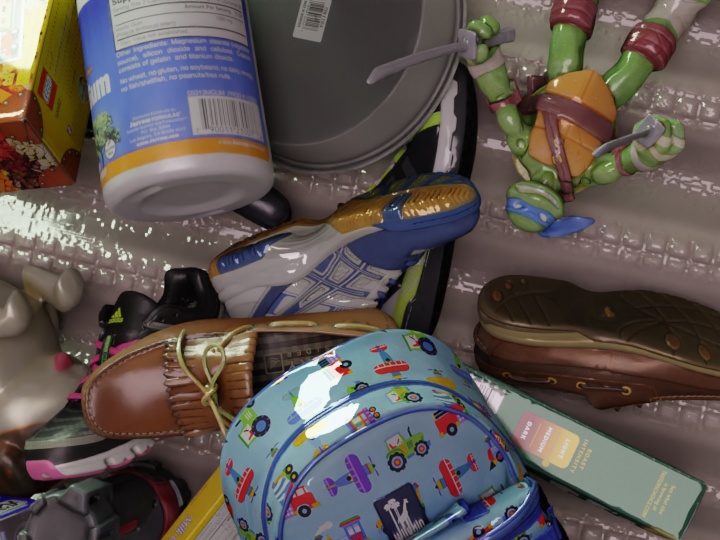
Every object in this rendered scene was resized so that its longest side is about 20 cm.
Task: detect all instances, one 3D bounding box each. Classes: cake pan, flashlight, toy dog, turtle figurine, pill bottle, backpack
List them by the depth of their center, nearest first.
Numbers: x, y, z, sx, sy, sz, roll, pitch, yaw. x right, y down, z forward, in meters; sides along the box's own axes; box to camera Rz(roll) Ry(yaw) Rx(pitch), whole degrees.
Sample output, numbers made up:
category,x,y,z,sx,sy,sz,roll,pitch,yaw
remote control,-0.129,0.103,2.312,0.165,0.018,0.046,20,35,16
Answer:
category,x,y,z,sx,sy,sz,roll,pitch,yaw
backpack,0.021,0.145,0.976,0.182,0.135,0.200,-25,115,-11
turtle figurine,0.142,-0.129,1.069,0.144,0.200,0.194,11,65,41
pill bottle,-0.124,-0.141,1.097,0.112,0.112,0.200,-12,77,9
flashlight,-0.167,0.165,1.102,0.068,0.200,0.068,-21,87,10
cake pan,-0.026,-0.166,1.132,0.200,0.037,0.201,-4,81,28
toy dog,-0.265,0.069,1.154,0.200,0.140,0.194,37,105,7

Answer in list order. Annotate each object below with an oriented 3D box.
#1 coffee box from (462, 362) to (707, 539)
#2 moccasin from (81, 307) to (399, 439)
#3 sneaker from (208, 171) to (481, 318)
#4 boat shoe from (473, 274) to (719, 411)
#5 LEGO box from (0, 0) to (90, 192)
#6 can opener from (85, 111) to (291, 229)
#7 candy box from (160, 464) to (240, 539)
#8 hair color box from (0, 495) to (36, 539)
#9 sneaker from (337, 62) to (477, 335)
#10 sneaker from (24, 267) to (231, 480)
category,x,y,z,sx,sy,sz,roll,pitch,yaw
coffee box,0.121,0.113,1.094,0.200,0.123,0.044,26,85,8
moccasin,-0.069,0.068,1.030,0.201,0.078,0.074,-4,97,-6
sneaker,0.000,0.000,1.095,0.200,0.075,0.088,-18,100,32
boat shoe,0.172,0.056,1.121,0.200,0.072,0.068,10,124,2
LEGO box,-0.256,-0.150,1.130,0.149,0.077,0.200,-6,57,16
can opener,-0.131,-0.091,1.168,0.200,0.063,0.079,37,95,8
candy box,-0.119,0.229,1.149,0.200,0.102,0.026,-51,45,5
hair color box,-0.283,0.207,1.134,0.200,0.065,0.109,-2,100,42
sneaker,0.025,-0.047,1.138,0.083,0.072,0.200,12,91,11
sneaker,-0.152,0.061,1.102,0.074,0.200,0.088,-2,116,42
